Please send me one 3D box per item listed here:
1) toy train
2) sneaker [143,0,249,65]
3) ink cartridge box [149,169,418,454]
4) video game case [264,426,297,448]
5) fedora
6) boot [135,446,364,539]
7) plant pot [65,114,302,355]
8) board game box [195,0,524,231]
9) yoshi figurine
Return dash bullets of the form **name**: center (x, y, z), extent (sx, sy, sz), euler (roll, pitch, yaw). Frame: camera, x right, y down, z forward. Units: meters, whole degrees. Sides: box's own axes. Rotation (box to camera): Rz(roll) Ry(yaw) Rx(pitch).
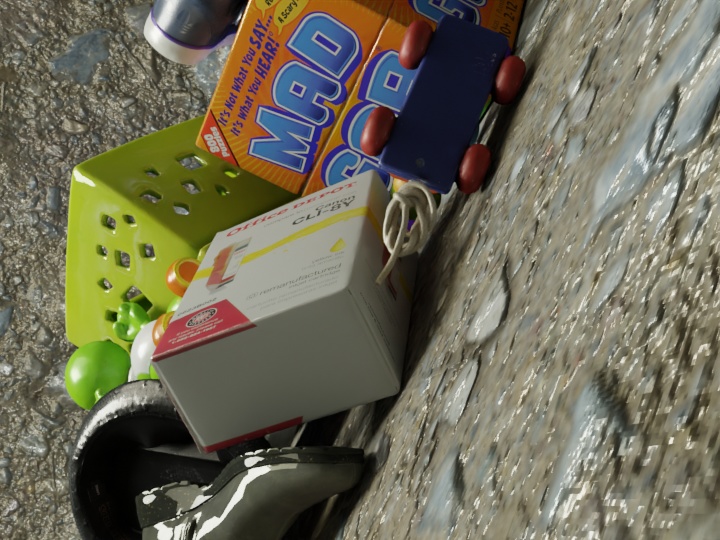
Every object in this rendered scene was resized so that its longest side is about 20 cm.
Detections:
- **toy train**: center (0.040, -0.064, 0.756), extent (0.116, 0.085, 0.200), euler (99, -167, -72)
- **sneaker**: center (-0.103, -0.265, 0.919), extent (0.147, 0.081, 0.200), euler (-52, 9, 31)
- **ink cartridge box**: center (-0.045, 0.022, 0.769), extent (0.145, 0.083, 0.200), euler (-21, 22, 15)
- **video game case**: center (-0.068, 0.142, 0.958), extent (0.182, 0.024, 0.200), euler (-76, 2, -63)
- **fedora**: center (-0.120, 0.166, 0.831), extent (0.201, 0.200, 0.092), euler (-63, -19, 18)
- **boot**: center (-0.067, 0.190, 0.697), extent (0.200, 0.068, 0.131), euler (-26, 64, 35)
- **plant pot**: center (-0.137, -0.007, 1.012), extent (0.199, 0.181, 0.200), euler (-31, -38, -45)
- **board game box**: center (0.006, -0.190, 0.943), extent (0.200, 0.200, 0.200), euler (-71, 8, -46)
- **yoshi figurine**: center (-0.186, 0.073, 0.904), extent (0.112, 0.112, 0.200), euler (-18, -22, -42)
